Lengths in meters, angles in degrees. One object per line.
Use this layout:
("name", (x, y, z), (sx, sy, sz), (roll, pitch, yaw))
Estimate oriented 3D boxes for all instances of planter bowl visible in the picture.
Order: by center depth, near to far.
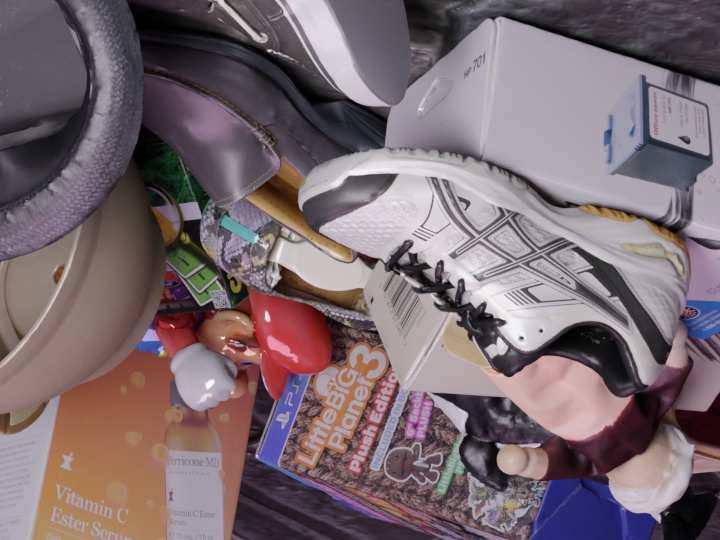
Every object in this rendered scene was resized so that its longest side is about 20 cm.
("planter bowl", (-0.187, -0.010, 1.552), (0.200, 0.200, 0.135), (-6, 163, 32))

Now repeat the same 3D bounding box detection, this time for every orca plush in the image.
("orca plush", (0.114, 0.085, 1.644), (0.200, 0.105, 0.071), (47, 162, 13))

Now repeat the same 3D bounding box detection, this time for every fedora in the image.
("fedora", (-0.185, -0.096, 1.415), (0.201, 0.201, 0.092), (0, -172, 21))

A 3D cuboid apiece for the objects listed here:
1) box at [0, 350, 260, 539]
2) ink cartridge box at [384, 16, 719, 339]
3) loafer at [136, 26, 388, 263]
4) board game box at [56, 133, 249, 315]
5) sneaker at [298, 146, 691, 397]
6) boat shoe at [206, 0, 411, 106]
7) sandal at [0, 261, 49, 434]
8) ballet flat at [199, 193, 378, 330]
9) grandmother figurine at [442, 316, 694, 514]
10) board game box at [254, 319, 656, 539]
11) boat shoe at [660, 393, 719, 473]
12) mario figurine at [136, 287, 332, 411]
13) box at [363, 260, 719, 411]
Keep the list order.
("box", (-0.165, 0.124, 1.866), (0.152, 0.200, 0.106), (23, 156, -34))
("ink cartridge box", (0.126, -0.044, 1.490), (0.200, 0.086, 0.146), (14, 159, -18))
("loafer", (-0.062, -0.067, 1.512), (0.200, 0.072, 0.073), (22, 156, -32))
("board game box", (-0.164, -0.020, 1.658), (0.200, 0.105, 0.023), (-7, -160, 33))
("sneaker", (0.064, 0.003, 1.399), (0.200, 0.088, 0.076), (15, 159, -10))
("boat shoe", (-0.039, -0.140, 1.331), (0.064, 0.071, 0.200), (-5, 148, 28))
("sandal", (-0.237, 0.000, 1.653), (0.054, 0.080, 0.200), (-14, 111, 57))
("ballet flat", (0.000, 0.000, 1.628), (0.200, 0.072, 0.072), (15, 160, -42))
("grandmother figurine", (0.125, 0.068, 1.540), (0.121, 0.061, 0.200), (-31, 138, 9))
("board game box", (0.067, 0.116, 1.801), (0.200, 0.097, 0.159), (15, 170, 32))
("boat shoe", (0.246, 0.087, 1.742), (0.200, 0.074, 0.069), (-7, 173, -30))
("mario figurine", (-0.116, 0.041, 1.756), (0.200, 0.123, 0.106), (10, 147, 7))
("box", (0.109, 0.023, 1.591), (0.200, 0.082, 0.068), (4, 134, -29))
